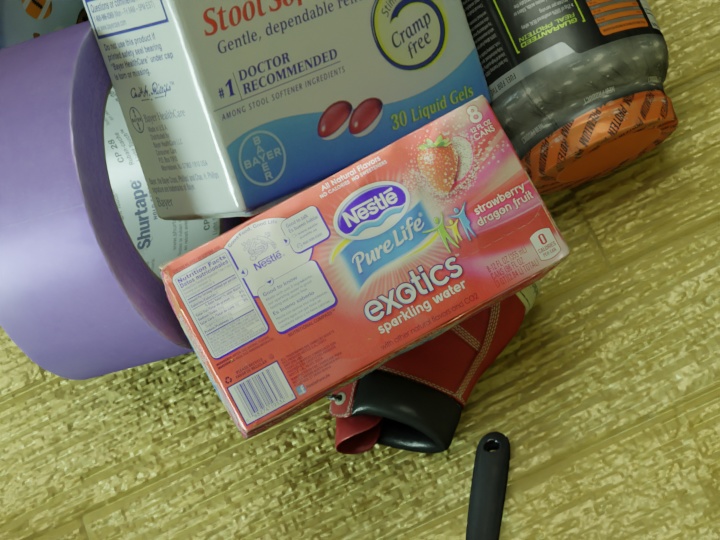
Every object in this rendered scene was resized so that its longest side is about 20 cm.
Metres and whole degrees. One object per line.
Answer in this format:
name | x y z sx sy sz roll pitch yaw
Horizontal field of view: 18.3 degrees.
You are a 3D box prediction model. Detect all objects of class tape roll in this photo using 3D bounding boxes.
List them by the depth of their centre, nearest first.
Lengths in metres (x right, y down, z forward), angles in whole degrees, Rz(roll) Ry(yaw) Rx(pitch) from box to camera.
tape roll | -0.149 -0.043 1.303 0.084 0.200 0.201 -14 56 22

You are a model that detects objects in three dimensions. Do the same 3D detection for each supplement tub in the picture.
supplement tub | 0.104 -0.155 1.320 0.122 0.123 0.201 -23 78 3

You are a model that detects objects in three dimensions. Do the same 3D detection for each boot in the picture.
boot | -0.013 0.026 1.306 0.199 0.073 0.145 24 70 25

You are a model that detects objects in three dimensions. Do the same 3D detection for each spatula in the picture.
spatula | 0.065 0.176 1.216 0.056 0.021 0.201 -2 58 16

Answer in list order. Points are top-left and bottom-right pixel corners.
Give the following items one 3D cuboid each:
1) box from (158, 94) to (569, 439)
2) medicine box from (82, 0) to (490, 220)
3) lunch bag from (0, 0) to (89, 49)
box | 0.000 0.000 1.214 0.199 0.095 0.103 -29 86 -6
medicine box | -0.049 -0.152 1.254 0.181 0.201 0.103 -25 12 -30
lunch bag | -0.255 -0.166 1.435 0.169 0.201 0.124 20 34 30
